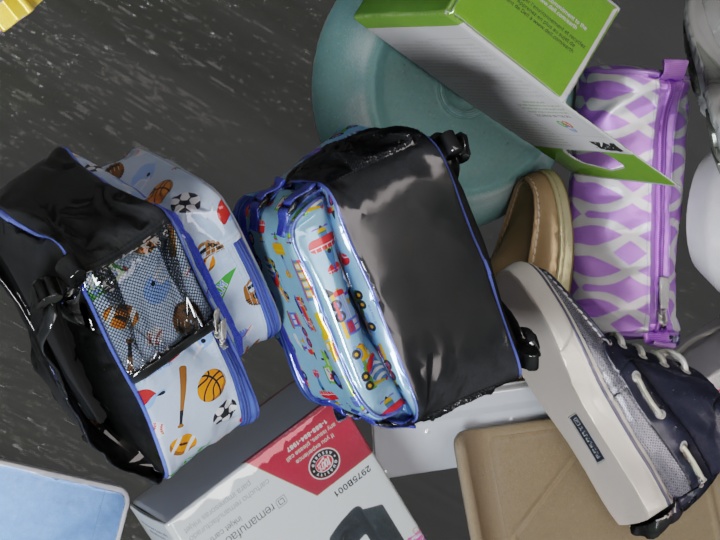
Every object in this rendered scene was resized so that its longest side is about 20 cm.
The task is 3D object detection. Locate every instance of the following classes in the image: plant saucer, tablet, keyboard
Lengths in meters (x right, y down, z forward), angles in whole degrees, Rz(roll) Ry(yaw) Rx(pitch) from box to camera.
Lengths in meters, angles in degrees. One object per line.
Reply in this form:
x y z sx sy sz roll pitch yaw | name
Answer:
0.065 -0.124 1.636 0.199 0.036 0.201 -3 96 -23 | plant saucer
-0.232 0.224 1.558 0.130 0.014 0.201 15 88 -23 | tablet
0.105 0.101 1.632 0.199 0.011 0.057 -8 116 -10 | keyboard

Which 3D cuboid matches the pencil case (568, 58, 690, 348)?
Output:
0.186 -0.045 1.668 0.084 0.085 0.201 -3 95 -25 | pencil case

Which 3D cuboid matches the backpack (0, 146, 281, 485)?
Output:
-0.141 0.027 1.494 0.154 0.200 0.191 -25 117 -17 | backpack

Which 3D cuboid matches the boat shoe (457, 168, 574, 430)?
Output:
0.097 0.028 1.641 0.064 0.071 0.201 7 98 -18 | boat shoe

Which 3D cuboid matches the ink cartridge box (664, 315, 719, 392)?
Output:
0.288 0.140 1.729 0.147 0.086 0.201 -31 107 -17 | ink cartridge box

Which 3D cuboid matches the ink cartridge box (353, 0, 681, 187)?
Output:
0.115 -0.139 1.556 0.200 0.148 0.076 34 81 -23 | ink cartridge box

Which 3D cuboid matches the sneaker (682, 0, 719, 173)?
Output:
0.276 -0.133 1.646 0.099 0.201 0.078 -12 133 5 | sneaker

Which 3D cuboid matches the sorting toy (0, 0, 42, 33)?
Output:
-0.223 -0.185 1.430 0.200 0.180 0.107 -36 107 -15 | sorting toy

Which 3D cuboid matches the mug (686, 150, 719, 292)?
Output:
0.317 -0.032 1.675 0.186 0.152 0.150 13 83 -62 | mug

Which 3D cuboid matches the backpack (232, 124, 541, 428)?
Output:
0.000 0.000 1.531 0.134 0.200 0.183 -26 105 -18 | backpack

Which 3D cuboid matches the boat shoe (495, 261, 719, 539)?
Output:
0.171 0.070 1.594 0.093 0.075 0.201 -29 91 -23 | boat shoe

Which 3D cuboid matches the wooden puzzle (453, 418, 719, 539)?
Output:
0.169 0.185 1.610 0.199 0.037 0.186 -6 73 -13 | wooden puzzle

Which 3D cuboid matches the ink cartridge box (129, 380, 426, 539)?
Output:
-0.034 0.197 1.600 0.146 0.083 0.200 -37 107 -16 | ink cartridge box
